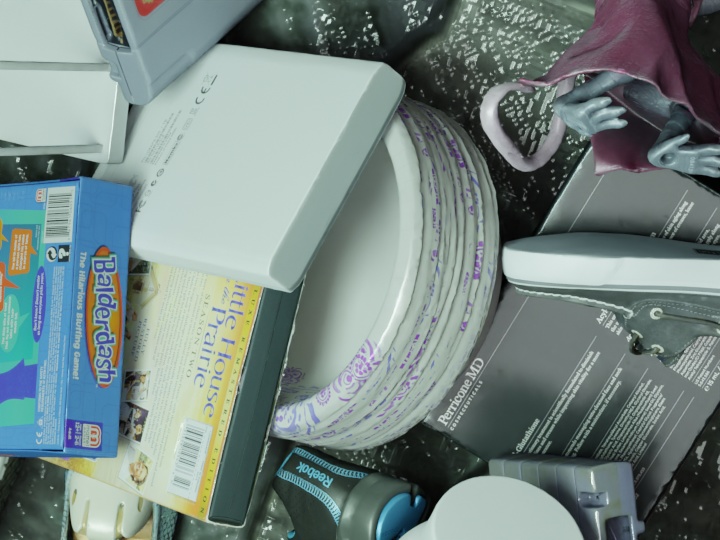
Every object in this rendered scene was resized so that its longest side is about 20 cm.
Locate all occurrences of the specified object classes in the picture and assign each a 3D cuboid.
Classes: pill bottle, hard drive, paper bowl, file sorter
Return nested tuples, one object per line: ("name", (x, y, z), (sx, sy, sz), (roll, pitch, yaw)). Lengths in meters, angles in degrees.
("pill bottle", (0.050, 0.203, 1.542), (0.112, 0.112, 0.201), (25, 135, 4))
("hard drive", (-0.072, -0.061, 1.596), (0.027, 0.199, 0.132), (38, 74, -35))
("paper bowl", (0.000, 0.000, 1.617), (0.104, 0.200, 0.202), (14, 104, -39))
("file sorter", (-0.213, -0.168, 1.619), (0.138, 0.124, 0.201), (14, 102, 35))

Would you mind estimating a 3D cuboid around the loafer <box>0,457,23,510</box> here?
("loafer", (-0.252, 0.140, 1.718), (0.069, 0.075, 0.201), (24, 100, 2))

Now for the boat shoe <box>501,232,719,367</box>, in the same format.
("boat shoe", (0.174, 0.020, 1.566), (0.198, 0.070, 0.067), (4, 101, -4))

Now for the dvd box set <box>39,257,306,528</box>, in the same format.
("dvd box set", (-0.114, 0.053, 1.630), (0.029, 0.199, 0.147), (14, 89, -38))

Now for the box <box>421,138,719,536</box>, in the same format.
("box", (0.146, 0.032, 1.642), (0.141, 0.079, 0.201), (31, 102, -1))

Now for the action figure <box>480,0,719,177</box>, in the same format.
("action figure", (0.153, -0.140, 1.588), (0.148, 0.134, 0.201), (-13, 53, 20))

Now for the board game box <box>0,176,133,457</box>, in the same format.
("board game box", (-0.215, 0.029, 1.645), (0.199, 0.045, 0.153), (-2, 82, 41))

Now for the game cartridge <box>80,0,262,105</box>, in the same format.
("game cartridge", (-0.112, -0.209, 1.595), (0.041, 0.133, 0.201), (11, 135, 35))

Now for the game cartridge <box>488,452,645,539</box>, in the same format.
("game cartridge", (0.118, 0.200, 1.568), (0.038, 0.130, 0.201), (-7, 92, -20))

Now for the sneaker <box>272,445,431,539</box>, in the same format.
("sneaker", (0.006, 0.160, 1.647), (0.082, 0.200, 0.073), (27, 64, 25))

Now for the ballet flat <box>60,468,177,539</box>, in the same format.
("ballet flat", (-0.147, 0.168, 1.711), (0.074, 0.074, 0.201), (4, 99, 8))
